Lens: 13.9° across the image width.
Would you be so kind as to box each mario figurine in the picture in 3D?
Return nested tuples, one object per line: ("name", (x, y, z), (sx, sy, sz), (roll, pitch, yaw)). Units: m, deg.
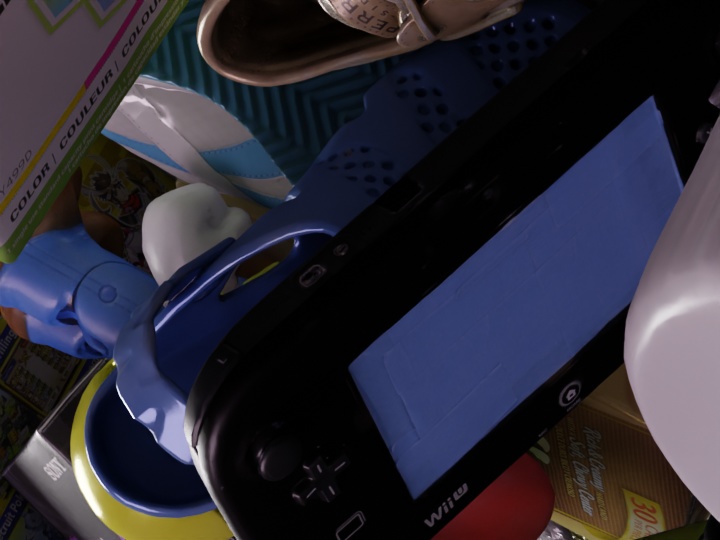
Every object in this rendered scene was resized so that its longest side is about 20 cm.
("mario figurine", (-0.020, 0.024, 0.948), (0.199, 0.106, 0.123), (31, -156, 17))

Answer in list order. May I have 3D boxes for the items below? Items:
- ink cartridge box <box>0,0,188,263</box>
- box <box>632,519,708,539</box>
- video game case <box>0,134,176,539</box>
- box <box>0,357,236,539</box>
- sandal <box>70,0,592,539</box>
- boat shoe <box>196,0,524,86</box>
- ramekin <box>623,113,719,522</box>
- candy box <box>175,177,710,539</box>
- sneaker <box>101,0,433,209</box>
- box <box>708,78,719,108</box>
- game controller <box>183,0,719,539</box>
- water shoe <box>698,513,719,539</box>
("ink cartridge box", (-0.105, -0.118, 0.774), (0.075, 0.148, 0.200), (24, 157, 18))
("box", (0.123, 0.116, 0.980), (0.122, 0.199, 0.048), (100, 154, -68))
("video game case", (-0.080, 0.053, 1.050), (0.180, 0.200, 0.025), (37, 135, -12))
("box", (-0.028, 0.115, 0.928), (0.200, 0.036, 0.143), (45, 165, -1))
("sandal", (0.000, 0.000, 0.818), (0.079, 0.200, 0.087), (43, 175, 8))
("boat shoe", (0.017, -0.088, 0.786), (0.072, 0.065, 0.200), (40, 157, -20))
("ramekin", (0.156, 0.021, 0.659), (0.200, 0.098, 0.201), (28, 157, 13))
("candy box", (0.035, 0.020, 1.006), (0.199, 0.055, 0.116), (28, 157, 13))
("sneaker", (-0.017, -0.051, 0.917), (0.199, 0.077, 0.081), (30, 169, 20))
("box", (0.200, -0.025, 0.697), (0.199, 0.049, 0.161), (34, 156, -4))
("game controller", (0.040, 0.004, 0.779), (0.042, 0.200, 0.105), (35, 161, 47))
("water shoe", (0.130, 0.096, 0.874), (0.078, 0.201, 0.072), (13, -167, -20))
